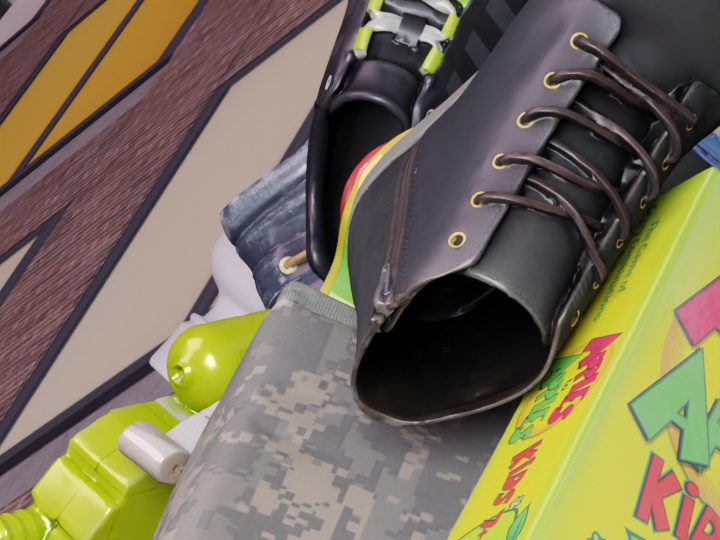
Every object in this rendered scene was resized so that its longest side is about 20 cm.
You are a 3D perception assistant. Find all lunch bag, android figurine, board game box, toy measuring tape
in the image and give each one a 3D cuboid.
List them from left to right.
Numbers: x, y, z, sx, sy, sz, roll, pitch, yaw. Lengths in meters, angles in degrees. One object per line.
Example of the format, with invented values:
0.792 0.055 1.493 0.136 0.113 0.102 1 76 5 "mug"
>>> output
-0.061 0.096 1.031 0.200 0.041 0.182 -13 -49 -44 "android figurine"
-0.021 0.138 0.884 0.164 0.117 0.200 -67 -3 -54 "lunch bag"
0.000 0.000 0.970 0.200 0.074 0.074 -29 3 -33 "toy measuring tape"
0.085 0.075 0.800 0.048 0.102 0.200 -31 20 46 "board game box"

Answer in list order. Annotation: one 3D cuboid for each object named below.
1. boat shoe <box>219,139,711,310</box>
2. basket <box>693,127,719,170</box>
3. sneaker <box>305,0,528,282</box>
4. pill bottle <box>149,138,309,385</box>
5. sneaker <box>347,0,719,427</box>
0.045 -0.036 1.137 0.200 0.091 0.071 -30 -17 -8 "boat shoe"
0.151 -0.107 1.029 0.176 0.139 0.200 -45 5 26 "basket"
0.025 -0.075 1.043 0.083 0.072 0.200 -43 -34 -74 "sneaker"
0.007 -0.007 1.227 0.200 0.111 0.111 -47 14 -4 "pill bottle"
0.072 -0.038 0.819 0.200 0.075 0.106 -49 16 23 "sneaker"
